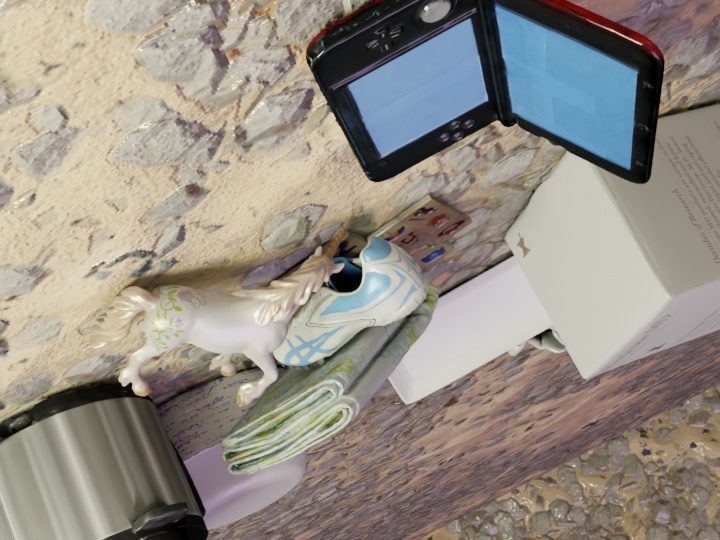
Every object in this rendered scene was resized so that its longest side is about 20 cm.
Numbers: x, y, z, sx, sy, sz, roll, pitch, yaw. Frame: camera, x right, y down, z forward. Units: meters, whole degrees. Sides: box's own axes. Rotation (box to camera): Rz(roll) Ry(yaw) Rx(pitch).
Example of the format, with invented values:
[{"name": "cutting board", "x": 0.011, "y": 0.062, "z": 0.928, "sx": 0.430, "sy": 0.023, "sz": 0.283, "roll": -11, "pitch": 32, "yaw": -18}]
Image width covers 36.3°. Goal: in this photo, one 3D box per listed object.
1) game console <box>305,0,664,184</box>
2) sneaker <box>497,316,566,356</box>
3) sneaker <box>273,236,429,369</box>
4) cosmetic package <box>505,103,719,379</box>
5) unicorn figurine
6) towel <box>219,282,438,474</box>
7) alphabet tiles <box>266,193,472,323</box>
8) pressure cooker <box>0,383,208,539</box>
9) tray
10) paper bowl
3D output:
[{"name": "game console", "x": 0.081, "y": -0.094, "z": 0.691, "sx": 0.172, "sy": 0.119, "sz": 0.200, "roll": -28, "pitch": 159, "yaw": 2}, {"name": "sneaker", "x": 0.226, "y": 0.049, "z": 1.251, "sx": 0.199, "sy": 0.087, "sz": 0.075, "roll": -18, "pitch": 156, "yaw": -27}, {"name": "sneaker", "x": -0.019, "y": 0.028, "z": 0.932, "sx": 0.200, "sy": 0.073, "sz": 0.072, "roll": -33, "pitch": -170, "yaw": 48}, {"name": "cosmetic package", "x": 0.277, "y": -0.030, "z": 1.014, "sx": 0.199, "sy": 0.167, "sz": 0.168, "roll": -16, "pitch": 157, "yaw": -25}, {"name": "unicorn figurine", "x": -0.100, "y": 0.040, "z": 0.840, "sx": 0.199, "sy": 0.074, "sz": 0.138, "roll": -5, "pitch": 140, "yaw": -33}, {"name": "towel", "x": -0.025, "y": 0.098, "z": 0.998, "sx": 0.171, "sy": 0.048, "sz": 0.200, "roll": -33, "pitch": -172, "yaw": 37}, {"name": "alphabet tiles", "x": 0.000, "y": 0.000, "z": 0.970, "sx": 0.200, "sy": 0.008, "sz": 0.167, "roll": -35, "pitch": 158, "yaw": 17}, {"name": "pressure cooker", "x": -0.226, "y": 0.221, "z": 0.938, "sx": 0.178, "sy": 0.201, "sz": 0.176, "roll": -25, "pitch": 158, "yaw": -7}, {"name": "tray", "x": 0.111, "y": 0.057, "z": 1.166, "sx": 0.199, "sy": 0.022, "sz": 0.108, "roll": -30, "pitch": 125, "yaw": 5}, {"name": "paper bowl", "x": -0.137, "y": 0.191, "z": 1.115, "sx": 0.200, "sy": 0.105, "sz": 0.201, "roll": -24, "pitch": 160, "yaw": -9}]
